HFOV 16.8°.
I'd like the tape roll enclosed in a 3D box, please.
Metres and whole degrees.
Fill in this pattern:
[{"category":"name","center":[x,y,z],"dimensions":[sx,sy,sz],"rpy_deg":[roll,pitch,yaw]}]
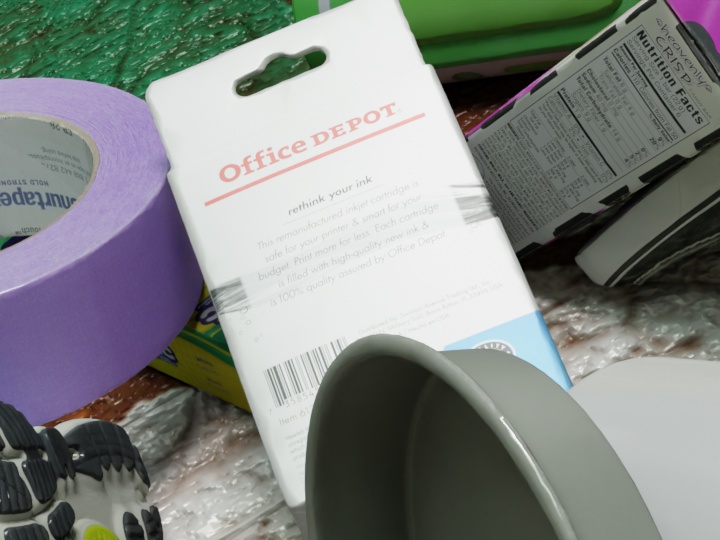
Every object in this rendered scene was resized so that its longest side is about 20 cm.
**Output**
[{"category":"tape roll","center":[-0.170,-0.007,1.027],"dimensions":[0.200,0.066,0.200],"rpy_deg":[-9,31,5]}]

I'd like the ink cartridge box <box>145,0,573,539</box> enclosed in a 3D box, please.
[{"category":"ink cartridge box","center":[0.000,0.000,0.959],"dimensions":[0.116,0.068,0.200],"rpy_deg":[-22,61,0]}]

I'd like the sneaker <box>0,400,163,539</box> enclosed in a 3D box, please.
[{"category":"sneaker","center":[-0.142,0.099,0.905],"dimensions":[0.080,0.200,0.078],"rpy_deg":[-27,73,15]}]

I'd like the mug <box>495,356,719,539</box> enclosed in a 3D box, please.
[{"category":"mug","center":[0.135,0.100,0.788],"dimensions":[0.153,0.186,0.150],"rpy_deg":[14,81,53]}]

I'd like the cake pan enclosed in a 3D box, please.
[{"category":"cake pan","center":[0.044,0.112,0.752],"dimensions":[0.037,0.201,0.200],"rpy_deg":[-15,30,-24]}]

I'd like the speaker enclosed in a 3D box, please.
[{"category":"speaker","center":[0.072,-0.136,1.154],"dimensions":[0.200,0.089,0.089],"rpy_deg":[-6,38,23]}]

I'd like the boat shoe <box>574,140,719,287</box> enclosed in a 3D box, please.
[{"category":"boat shoe","center":[0.177,-0.040,0.974],"dimensions":[0.200,0.064,0.071],"rpy_deg":[-34,1,24]}]

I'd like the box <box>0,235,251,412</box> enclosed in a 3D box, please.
[{"category":"box","center":[-0.057,-0.004,1.085],"dimensions":[0.200,0.048,0.117],"rpy_deg":[21,54,43]}]

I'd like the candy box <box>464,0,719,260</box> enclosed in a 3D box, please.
[{"category":"candy box","center":[0.132,-0.085,0.974],"dimensions":[0.136,0.061,0.200],"rpy_deg":[-36,1,-28]}]
